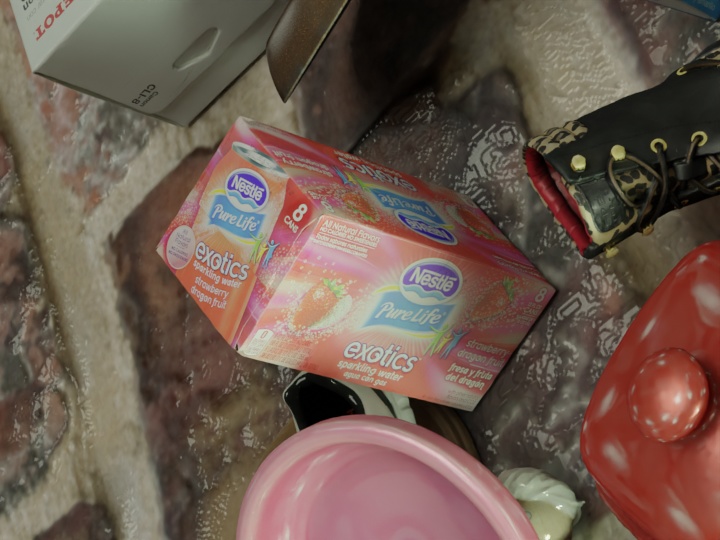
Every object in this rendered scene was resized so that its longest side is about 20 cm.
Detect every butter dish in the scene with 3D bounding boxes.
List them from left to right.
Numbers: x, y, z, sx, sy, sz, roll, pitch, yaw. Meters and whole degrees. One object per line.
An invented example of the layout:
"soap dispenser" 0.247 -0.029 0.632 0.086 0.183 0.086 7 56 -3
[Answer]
"butter dish" 0.185 0.071 1.043 0.200 0.147 0.200 42 108 42

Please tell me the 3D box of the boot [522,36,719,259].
"boot" 0.175 -0.055 1.064 0.150 0.074 0.200 -26 28 -6

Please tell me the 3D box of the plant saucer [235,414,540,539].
"plant saucer" 0.025 0.168 1.132 0.200 0.051 0.202 13 113 33

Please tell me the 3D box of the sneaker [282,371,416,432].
"sneaker" 0.012 0.138 1.198 0.074 0.080 0.201 -36 67 17

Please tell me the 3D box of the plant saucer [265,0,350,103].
"plant saucer" -0.004 -0.194 1.296 0.201 0.032 0.200 -57 5 7

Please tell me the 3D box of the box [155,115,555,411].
"box" 0.000 0.000 1.206 0.095 0.199 0.103 -56 47 17

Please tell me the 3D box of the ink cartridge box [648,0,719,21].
"ink cartridge box" 0.143 -0.266 1.183 0.147 0.144 0.201 25 97 44

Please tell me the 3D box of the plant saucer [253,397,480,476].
"plant saucer" -0.006 0.159 1.289 0.199 0.029 0.202 -16 67 41

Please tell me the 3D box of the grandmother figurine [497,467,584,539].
"grandmother figurine" 0.120 0.191 1.136 0.121 0.061 0.201 -31 58 11

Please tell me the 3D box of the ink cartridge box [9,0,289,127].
"ink cartridge box" -0.152 -0.229 1.460 0.145 0.144 0.201 -41 54 28
